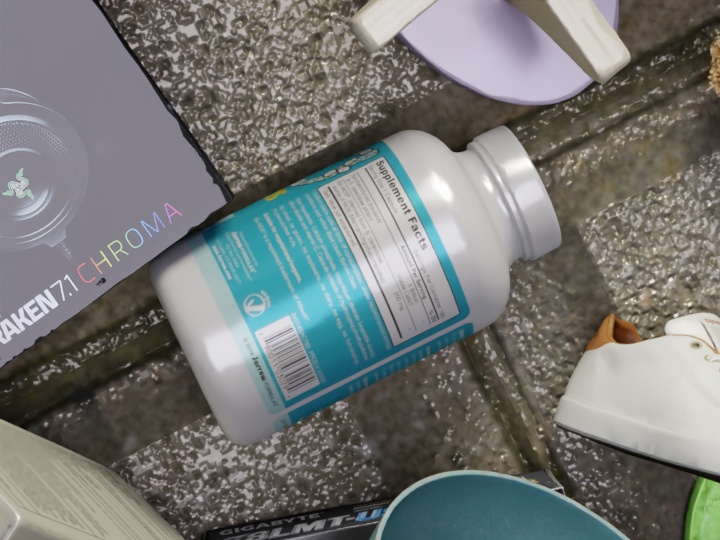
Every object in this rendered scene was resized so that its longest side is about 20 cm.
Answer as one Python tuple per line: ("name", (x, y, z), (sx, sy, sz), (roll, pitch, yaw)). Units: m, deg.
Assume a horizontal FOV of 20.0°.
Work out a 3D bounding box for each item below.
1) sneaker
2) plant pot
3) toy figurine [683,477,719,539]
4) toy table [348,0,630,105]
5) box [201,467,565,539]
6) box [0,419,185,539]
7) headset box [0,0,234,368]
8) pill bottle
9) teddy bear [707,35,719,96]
("sneaker", (0.186, 0.066, 1.047), (0.073, 0.199, 0.085), (26, 84, -45))
("plant pot", (0.063, 0.220, 1.007), (0.199, 0.201, 0.135), (27, 123, -11))
("toy figurine", (0.283, 0.138, 1.068), (0.150, 0.184, 0.201), (35, 90, -11))
("toy table", (0.066, -0.173, 1.030), (0.200, 0.117, 0.184), (40, 90, -10))
("box", (0.025, 0.224, 1.107), (0.198, 0.050, 0.200), (-10, 98, -7))
("box", (-0.170, 0.147, 0.977), (0.109, 0.128, 0.200), (-52, 145, 1))
("headset box", (-0.190, -0.071, 1.014), (0.174, 0.093, 0.201), (-35, 100, -4))
("pill bottle", (0.000, 0.000, 1.044), (0.199, 0.111, 0.112), (-26, 100, -5))
("teddy bear", (0.265, -0.152, 1.097), (0.144, 0.067, 0.202), (17, 88, -20))
